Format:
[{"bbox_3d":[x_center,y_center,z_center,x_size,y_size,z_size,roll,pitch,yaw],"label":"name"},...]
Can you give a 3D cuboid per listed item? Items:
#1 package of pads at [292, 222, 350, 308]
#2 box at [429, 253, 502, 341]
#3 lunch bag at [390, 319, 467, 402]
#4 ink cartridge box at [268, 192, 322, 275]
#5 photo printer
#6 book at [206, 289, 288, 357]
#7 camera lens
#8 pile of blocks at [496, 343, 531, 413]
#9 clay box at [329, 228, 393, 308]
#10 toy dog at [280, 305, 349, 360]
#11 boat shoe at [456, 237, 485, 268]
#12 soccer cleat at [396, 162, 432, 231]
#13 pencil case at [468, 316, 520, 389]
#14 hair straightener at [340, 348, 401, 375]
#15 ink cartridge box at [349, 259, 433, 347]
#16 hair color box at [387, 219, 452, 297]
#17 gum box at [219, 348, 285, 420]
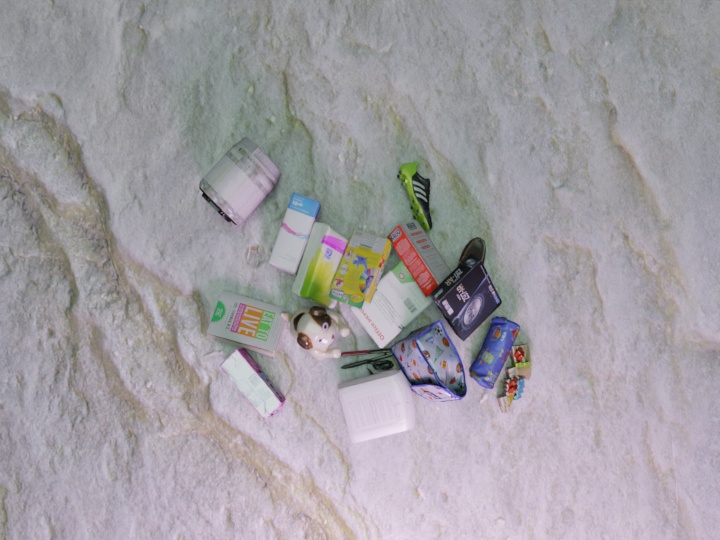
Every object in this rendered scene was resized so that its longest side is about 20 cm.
[{"bbox_3d":[-0.098,-0.010,1.709,0.067,0.154,0.205,15,82,31],"label":"package of pads"},{"bbox_3d":[0.290,0.076,1.693,0.160,0.201,0.043,-42,43,-6],"label":"box"},{"bbox_3d":[0.189,0.260,1.667,0.122,0.170,0.203,-31,89,-24],"label":"lunch bag"},{"bbox_3d":[-0.177,-0.094,1.717,0.082,0.145,0.206,18,84,1],"label":"ink cartridge box"},{"bbox_3d":[0.049,0.366,1.693,0.194,0.069,0.171,-16,91,10],"label":"photo printer"},{"bbox_3d":[-0.311,0.146,1.733,0.194,0.048,0.137,15,64,0],"label":"book"},{"bbox_3d":[-0.334,-0.243,1.723,0.160,0.160,0.201,42,85,3],"label":"camera lens"},{"bbox_3d":[0.436,0.300,1.728,0.080,0.062,0.206,15,85,1],"label":"pile of blocks"},{"bbox_3d":[0.000,0.000,1.696,0.112,0.048,0.205,17,79,26],"label":"clay box"},{"bbox_3d":[-0.119,0.149,1.659,0.192,0.200,0.141,38,83,-5],"label":"toy dog"},{"bbox_3d":[0.304,0.000,1.752,0.069,0.070,0.205,22,84,3],"label":"boat shoe"},{"bbox_3d":[0.173,-0.214,1.775,0.079,0.067,0.205,-20,85,-15],"label":"soccer cleat"},{"bbox_3d":[0.368,0.222,1.726,0.085,0.078,0.204,24,85,22],"label":"pencil case"},{"bbox_3d":[0.039,0.259,1.745,0.193,0.041,0.080,-6,85,-6],"label":"hair straightener"},{"bbox_3d":[0.084,0.095,1.732,0.199,0.084,0.147,-40,86,-4],"label":"ink cartridge box"},{"bbox_3d":[0.169,-0.036,1.719,0.061,0.100,0.203,-41,75,36],"label":"hair color box"},{"bbox_3d":[-0.286,0.309,1.693,0.066,0.114,0.201,-40,86,-4],"label":"gum box"}]
